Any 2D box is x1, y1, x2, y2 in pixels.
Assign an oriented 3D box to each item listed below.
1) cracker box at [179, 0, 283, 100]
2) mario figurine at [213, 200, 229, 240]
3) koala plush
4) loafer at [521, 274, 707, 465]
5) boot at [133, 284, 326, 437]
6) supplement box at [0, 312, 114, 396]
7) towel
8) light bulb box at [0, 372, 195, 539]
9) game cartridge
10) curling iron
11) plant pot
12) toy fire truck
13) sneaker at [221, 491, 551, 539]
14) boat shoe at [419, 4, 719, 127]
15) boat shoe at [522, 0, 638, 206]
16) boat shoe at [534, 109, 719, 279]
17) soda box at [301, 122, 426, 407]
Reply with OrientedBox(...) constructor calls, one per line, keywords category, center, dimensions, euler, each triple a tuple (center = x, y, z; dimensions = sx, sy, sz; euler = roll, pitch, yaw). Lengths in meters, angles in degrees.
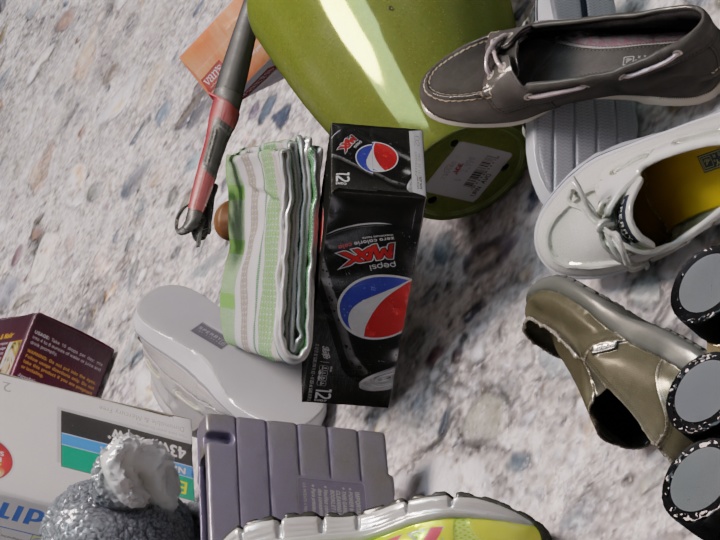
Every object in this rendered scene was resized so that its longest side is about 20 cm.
OrientedBox(category="cracker box", center=(-0.036, -0.208, 1.742), dimensions=(0.134, 0.058, 0.200), euler=(-42, -5, 35))
OrientedBox(category="mario figurine", center=(-0.063, -0.016, 1.660), dimensions=(0.106, 0.124, 0.200), euler=(-49, 18, -20))
OrientedBox(category="koala plush", center=(-0.131, 0.198, 1.486), dimensions=(0.177, 0.199, 0.185), euler=(-45, 31, 30))
OrientedBox(category="loafer", center=(0.143, 0.058, 1.274), dimensions=(0.070, 0.075, 0.200), euler=(-58, 27, -2))
OrientedBox(category="boot", center=(-0.093, 0.093, 1.674), dimensions=(0.073, 0.096, 0.200), euler=(-30, 44, -26))
OrientedBox(category="supplement box", center=(-0.305, 0.146, 1.965), dimensions=(0.110, 0.085, 0.202), euler=(-10, 57, 58))
OrientedBox(category="towel", center=(-0.069, -0.015, 1.544), dimensions=(0.200, 0.030, 0.151), euler=(-176, 90, -73))
OrientedBox(category="light bulb box", center=(-0.244, 0.194, 1.652), dimensions=(0.125, 0.197, 0.201), euler=(-98, 31, -48))
OrientedBox(category="game cartridge", center=(-0.036, 0.187, 1.392), dimensions=(0.038, 0.128, 0.201), euler=(125, 148, -48))
OrientedBox(category="curling iron", center=(-0.101, -0.115, 1.619), dimensions=(0.050, 0.025, 0.202), euler=(168, 116, -73))
OrientedBox(category="plant pot", center=(0.039, -0.140, 1.557), dimensions=(0.187, 0.186, 0.201), euler=(-47, 49, 27))
OrientedBox(category="toy fire truck", center=(0.245, 0.045, 1.078), dimensions=(0.199, 0.128, 0.177), euler=(-22, 45, 36))
OrientedBox(category="sneaker", center=(0.018, 0.187, 1.322), dimensions=(0.198, 0.078, 0.091), euler=(-11, 66, 13))
OrientedBox(category="boat shoe", center=(0.128, -0.133, 1.389), dimensions=(0.198, 0.057, 0.067), euler=(-4, 54, 17))
OrientedBox(category="boat shoe", center=(0.137, -0.107, 1.463), dimensions=(0.071, 0.071, 0.201), euler=(116, 163, -54))
OrientedBox(category="boat shoe", center=(0.163, -0.034, 1.302), dimensions=(0.201, 0.075, 0.086), euler=(-23, 6, 44))
OrientedBox(category="soda box", center=(0.000, 0.000, 1.492), dimensions=(0.071, 0.063, 0.201), euler=(-92, 7, -45))
